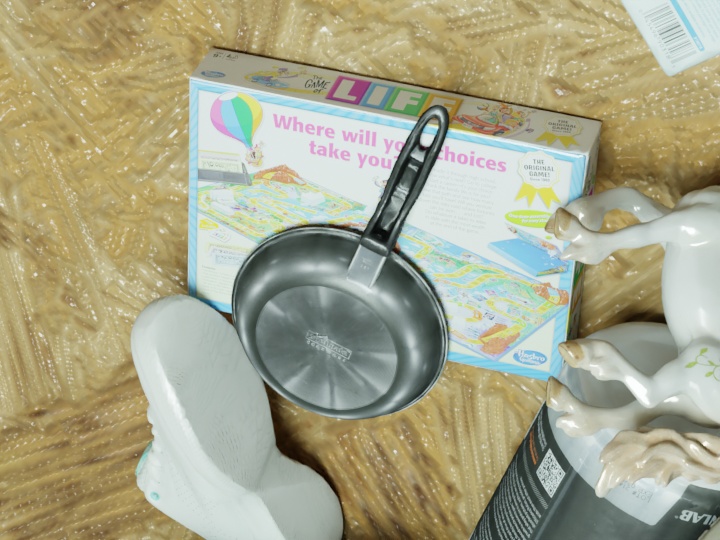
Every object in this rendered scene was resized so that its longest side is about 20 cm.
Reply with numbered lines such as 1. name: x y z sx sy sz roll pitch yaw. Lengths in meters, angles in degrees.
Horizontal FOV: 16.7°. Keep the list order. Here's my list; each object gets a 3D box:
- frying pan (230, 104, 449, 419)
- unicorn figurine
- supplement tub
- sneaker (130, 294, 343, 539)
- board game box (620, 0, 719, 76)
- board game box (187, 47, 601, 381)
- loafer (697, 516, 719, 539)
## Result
1. frying pan: 0.011 0.013 1.202 0.115 0.031 0.190 44 128 -12
2. unicorn figurine: 0.155 0.001 1.123 0.137 0.074 0.201 1 93 -3
3. supplement tub: 0.122 0.134 1.221 0.122 0.123 0.200 27 126 2
4. sneaker: -0.087 0.095 1.290 0.088 0.075 0.200 -2 134 30
5. board game box: 0.182 -0.191 1.029 0.199 0.064 0.148 -22 113 31
6. board game box: 0.013 -0.027 1.212 0.199 0.034 0.135 12 125 12
7. loafer: 0.221 0.138 1.144 0.068 0.199 0.076 50 141 30
